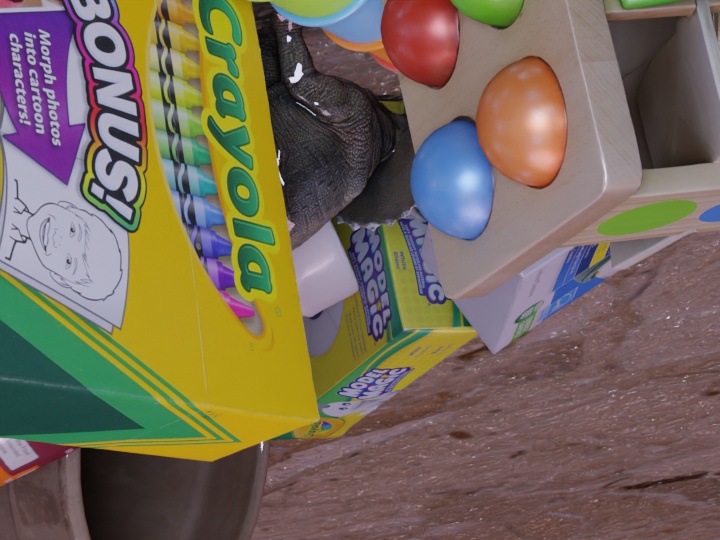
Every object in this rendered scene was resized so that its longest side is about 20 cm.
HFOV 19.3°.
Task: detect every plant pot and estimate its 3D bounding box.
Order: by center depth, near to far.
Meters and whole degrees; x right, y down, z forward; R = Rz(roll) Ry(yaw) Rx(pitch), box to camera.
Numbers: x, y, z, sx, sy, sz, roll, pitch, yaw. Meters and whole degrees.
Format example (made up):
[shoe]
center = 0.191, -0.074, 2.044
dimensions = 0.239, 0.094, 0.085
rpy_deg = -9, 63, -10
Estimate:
[plant pot]
center = -0.170, 0.090, 1.134
dimensions = 0.174, 0.200, 0.200
rpy_deg = 1, 167, 26

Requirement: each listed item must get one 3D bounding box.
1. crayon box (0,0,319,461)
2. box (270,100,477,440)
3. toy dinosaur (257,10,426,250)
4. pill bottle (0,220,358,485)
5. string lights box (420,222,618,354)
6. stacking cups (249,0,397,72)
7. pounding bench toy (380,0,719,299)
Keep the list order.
[crayon box]
center = -0.104, -0.044, 0.707
dimensions = 0.058, 0.200, 0.172
rpy_deg = -24, 157, 37
[box]
center = 0.000, 0.000, 1.021
dimensions = 0.048, 0.117, 0.200
rpy_deg = 0, 159, -28
[toy dinosaur]
center = -0.043, -0.044, 0.849
dimensions = 0.200, 0.102, 0.077
rpy_deg = -24, -178, -28
[pill bottle]
center = -0.110, 0.010, 0.949
dimensions = 0.200, 0.114, 0.114
rpy_deg = -26, 161, -2
[string lights box]
center = 0.125, -0.054, 0.893
dimensions = 0.200, 0.059, 0.103
rpy_deg = -32, 166, -13
[stacking cups]
center = -0.002, -0.109, 0.786
dimensions = 0.060, 0.061, 0.200
rpy_deg = -18, 160, 25
[pounding bench toy]
center = 0.107, -0.081, 0.677
dimensions = 0.156, 0.124, 0.200
rpy_deg = -6, 166, -23
